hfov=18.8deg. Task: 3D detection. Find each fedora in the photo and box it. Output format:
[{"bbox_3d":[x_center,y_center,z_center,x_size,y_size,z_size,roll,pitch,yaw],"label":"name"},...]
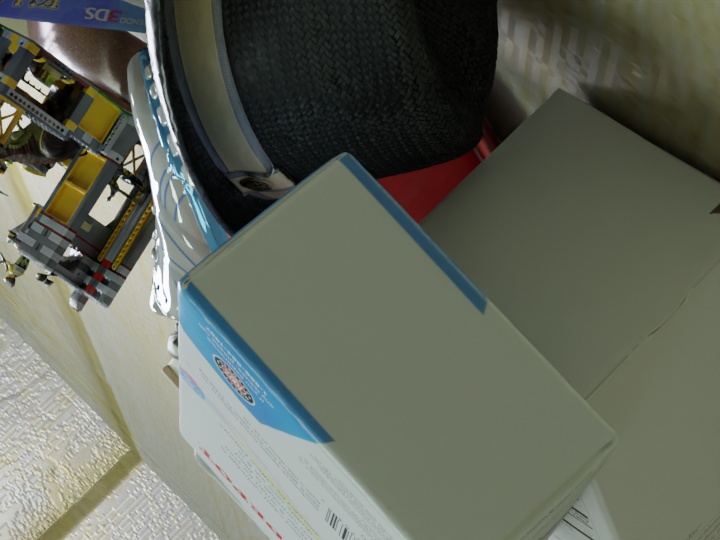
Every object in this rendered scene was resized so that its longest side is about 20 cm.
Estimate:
[{"bbox_3d":[-0.002,-0.097,0.838,0.091,0.202,0.201,1,145,23],"label":"fedora"}]

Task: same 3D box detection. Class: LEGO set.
[{"bbox_3d":[-0.198,-0.061,1.219,0.153,0.116,0.200,29,174,33],"label":"LEGO set"}]

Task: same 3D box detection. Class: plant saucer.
[{"bbox_3d":[-0.119,-0.095,1.282,0.200,0.035,0.200,32,175,3],"label":"plant saucer"}]

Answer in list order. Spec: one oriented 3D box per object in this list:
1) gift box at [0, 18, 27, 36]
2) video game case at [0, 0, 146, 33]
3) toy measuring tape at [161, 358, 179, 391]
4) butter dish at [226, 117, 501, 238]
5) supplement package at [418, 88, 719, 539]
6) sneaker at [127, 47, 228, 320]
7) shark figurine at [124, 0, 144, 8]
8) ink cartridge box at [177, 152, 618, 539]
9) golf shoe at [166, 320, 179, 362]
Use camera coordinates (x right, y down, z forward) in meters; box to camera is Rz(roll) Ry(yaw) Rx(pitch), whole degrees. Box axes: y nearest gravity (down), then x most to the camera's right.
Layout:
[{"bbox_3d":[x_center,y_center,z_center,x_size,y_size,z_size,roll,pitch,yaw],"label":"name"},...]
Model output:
[{"bbox_3d":[-0.325,-0.189,1.462,0.200,0.185,0.187,34,171,30],"label":"gift box"},{"bbox_3d":[-0.225,-0.188,1.179,0.199,0.046,0.181,1,-154,-44],"label":"video game case"},{"bbox_3d":[-0.048,0.007,1.290,0.074,0.074,0.200,46,133,1],"label":"toy measuring tape"},{"bbox_3d":[0.000,0.000,1.051,0.199,0.148,0.200,27,156,53],"label":"butter dish"},{"bbox_3d":[0.106,0.047,0.912,0.120,0.121,0.200,36,162,38],"label":"supplement package"},{"bbox_3d":[-0.089,-0.021,1.158,0.075,0.086,0.201,-7,-109,-58],"label":"sneaker"},{"bbox_3d":[-0.079,-0.138,0.893,0.089,0.129,0.215,7,149,32],"label":"shark figurine"},{"bbox_3d":[0.005,0.063,0.830,0.145,0.085,0.200,47,163,11],"label":"ink cartridge box"},{"bbox_3d":[-0.006,0.048,1.222,0.199,0.079,0.098,4,141,18],"label":"golf shoe"}]
